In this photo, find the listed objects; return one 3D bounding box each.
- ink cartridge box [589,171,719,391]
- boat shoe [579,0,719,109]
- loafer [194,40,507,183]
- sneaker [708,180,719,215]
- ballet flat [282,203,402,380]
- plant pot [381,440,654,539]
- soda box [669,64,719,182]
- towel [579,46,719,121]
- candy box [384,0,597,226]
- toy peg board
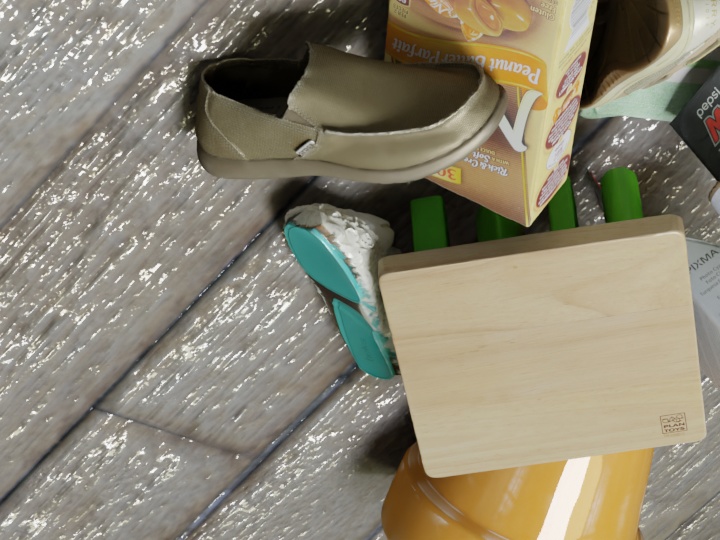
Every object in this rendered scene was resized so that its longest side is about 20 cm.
[{"bbox_3d":[0.248,0.023,1.555,0.047,0.200,0.160,-34,143,-2],"label":"ink cartridge box"},{"bbox_3d":[0.172,-0.144,1.347,0.065,0.073,0.200,-8,177,-18],"label":"boat shoe"},{"bbox_3d":[-0.013,-0.096,1.295,0.199,0.076,0.068,-6,132,18],"label":"loafer"},{"bbox_3d":[0.325,-0.023,1.491,0.199,0.109,0.070,-4,143,-49],"label":"sneaker"},{"bbox_3d":[0.000,0.000,1.486,0.071,0.072,0.200,-28,145,-3],"label":"ballet flat"},{"bbox_3d":[0.139,0.140,1.639,0.199,0.200,0.184,5,116,-38],"label":"plant pot"},{"bbox_3d":[0.303,-0.145,1.469,0.063,0.071,0.200,2,134,-50],"label":"soda box"},{"bbox_3d":[0.244,-0.179,1.467,0.152,0.023,0.201,1,133,-36],"label":"towel"},{"bbox_3d":[0.076,-0.132,1.324,0.055,0.115,0.201,-48,156,-37],"label":"candy box"},{"bbox_3d":[0.125,0.028,1.491,0.199,0.098,0.200,-8,133,7],"label":"toy peg board"}]
